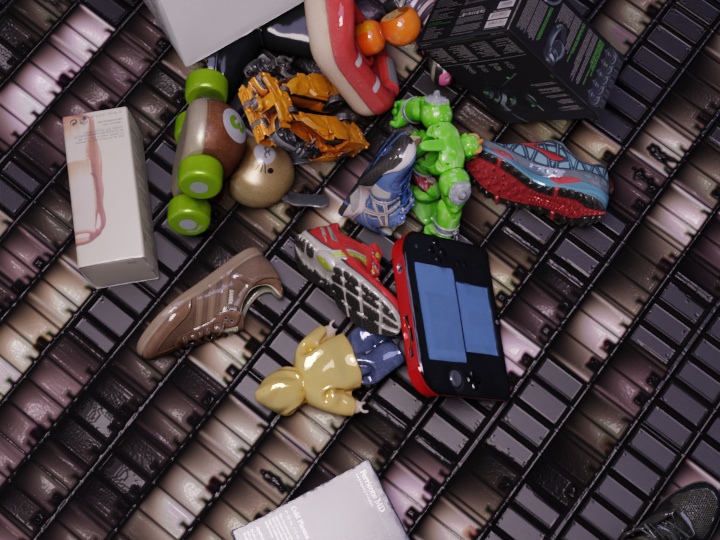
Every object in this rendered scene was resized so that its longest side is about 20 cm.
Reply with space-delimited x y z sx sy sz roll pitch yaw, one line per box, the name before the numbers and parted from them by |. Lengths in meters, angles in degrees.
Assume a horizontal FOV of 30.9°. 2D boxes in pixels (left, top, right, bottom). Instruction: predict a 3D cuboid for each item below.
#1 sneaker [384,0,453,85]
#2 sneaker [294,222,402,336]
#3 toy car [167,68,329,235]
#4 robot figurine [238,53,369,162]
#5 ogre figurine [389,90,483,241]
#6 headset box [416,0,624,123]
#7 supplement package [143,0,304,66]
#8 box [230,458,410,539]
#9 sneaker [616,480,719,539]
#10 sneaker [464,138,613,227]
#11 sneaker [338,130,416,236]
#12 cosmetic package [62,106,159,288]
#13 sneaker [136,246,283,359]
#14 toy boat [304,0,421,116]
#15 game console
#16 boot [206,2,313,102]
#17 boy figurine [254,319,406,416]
sneaker | 0.078 -0.331 1.727 0.087 0.074 0.202 -7 69 -2
sneaker | 0.000 0.000 1.604 0.084 0.077 0.200 -26 51 -27
toy car | -0.133 -0.136 1.639 0.198 0.158 0.166 9 56 -14
robot figurine | -0.075 -0.195 1.628 0.058 0.199 0.146 -32 71 33
ogre figurine | 0.093 -0.136 1.638 0.097 0.120 0.202 11 70 -17
headset box | 0.203 -0.269 1.622 0.199 0.173 0.093 35 72 -32
supplement package | -0.201 -0.410 1.648 0.190 0.147 0.201 -31 66 -8
box | -0.025 0.353 1.511 0.181 0.104 0.201 -26 76 -6
sneaker | 0.354 0.317 1.519 0.199 0.114 0.077 -33 78 -11
sneaker | 0.228 -0.127 1.678 0.199 0.080 0.096 23 52 8
sneaker | 0.038 -0.105 1.602 0.077 0.200 0.076 34 66 -2
cosmetic package | -0.314 -0.090 1.640 0.086 0.103 0.202 -10 72 -1
sneaker | -0.184 0.055 1.614 0.200 0.070 0.076 -40 79 -10
toy boat | 0.014 -0.294 1.635 0.130 0.200 0.131 -20 55 18
game console | 0.113 0.057 1.580 0.176 0.031 0.202 8 68 -43
boot | -0.115 -0.300 1.720 0.161 0.073 0.200 8 73 -1
boy figurine | -0.032 0.127 1.597 0.199 0.065 0.125 -26 72 -6
